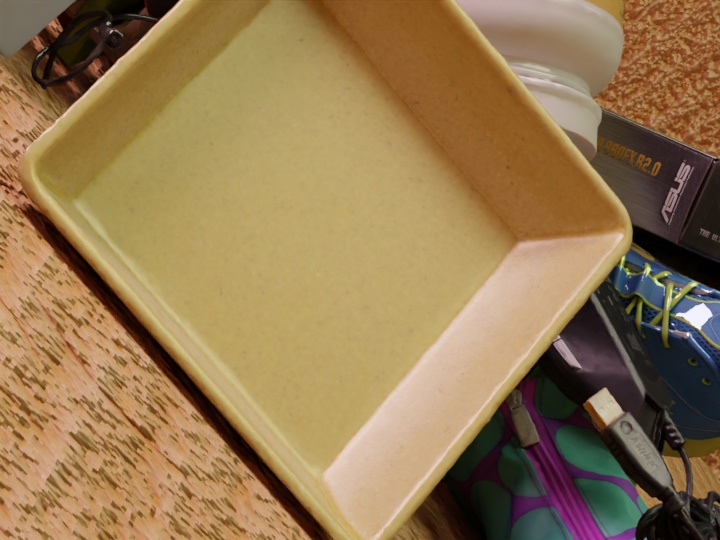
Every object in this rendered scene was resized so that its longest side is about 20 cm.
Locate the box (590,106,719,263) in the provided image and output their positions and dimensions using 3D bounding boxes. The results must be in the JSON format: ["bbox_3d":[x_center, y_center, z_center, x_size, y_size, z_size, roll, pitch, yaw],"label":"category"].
[{"bbox_3d":[0.188,-0.032,1.402,0.200,0.048,0.158,21,6,-39],"label":"box"}]

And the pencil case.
[{"bbox_3d":[0.103,0.131,1.254,0.200,0.085,0.093,-122,-170,-56],"label":"pencil case"}]

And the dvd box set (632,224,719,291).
[{"bbox_3d":[0.135,-0.010,1.435,0.199,0.029,0.146,25,10,8],"label":"dvd box set"}]

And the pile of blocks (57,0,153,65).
[{"bbox_3d":[-0.085,-0.094,1.268,0.200,0.062,0.082,33,36,-6],"label":"pile of blocks"}]

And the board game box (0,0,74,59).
[{"bbox_3d":[-0.180,-0.205,1.109,0.200,0.105,0.103,48,6,-29],"label":"board game box"}]

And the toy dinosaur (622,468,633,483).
[{"bbox_3d":[0.130,0.159,1.391,0.101,0.058,0.200,49,-15,10],"label":"toy dinosaur"}]

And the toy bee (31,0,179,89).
[{"bbox_3d":[-0.069,-0.140,1.208,0.109,0.200,0.131,43,-11,-36],"label":"toy bee"}]

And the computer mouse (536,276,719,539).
[{"bbox_3d":[0.102,0.051,1.194,0.200,0.046,0.140,62,14,8],"label":"computer mouse"}]

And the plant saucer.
[{"bbox_3d":[-0.016,-0.022,1.035,0.200,0.200,0.048,49,-31,-12],"label":"plant saucer"}]

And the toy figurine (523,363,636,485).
[{"bbox_3d":[0.068,0.031,1.473,0.184,0.150,0.200,41,5,28],"label":"toy figurine"}]

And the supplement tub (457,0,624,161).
[{"bbox_3d":[0.051,-0.152,1.229,0.145,0.144,0.201,35,56,-68],"label":"supplement tub"}]

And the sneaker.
[{"bbox_3d":[0.137,0.010,1.299,0.200,0.076,0.105,44,-33,-25],"label":"sneaker"}]
